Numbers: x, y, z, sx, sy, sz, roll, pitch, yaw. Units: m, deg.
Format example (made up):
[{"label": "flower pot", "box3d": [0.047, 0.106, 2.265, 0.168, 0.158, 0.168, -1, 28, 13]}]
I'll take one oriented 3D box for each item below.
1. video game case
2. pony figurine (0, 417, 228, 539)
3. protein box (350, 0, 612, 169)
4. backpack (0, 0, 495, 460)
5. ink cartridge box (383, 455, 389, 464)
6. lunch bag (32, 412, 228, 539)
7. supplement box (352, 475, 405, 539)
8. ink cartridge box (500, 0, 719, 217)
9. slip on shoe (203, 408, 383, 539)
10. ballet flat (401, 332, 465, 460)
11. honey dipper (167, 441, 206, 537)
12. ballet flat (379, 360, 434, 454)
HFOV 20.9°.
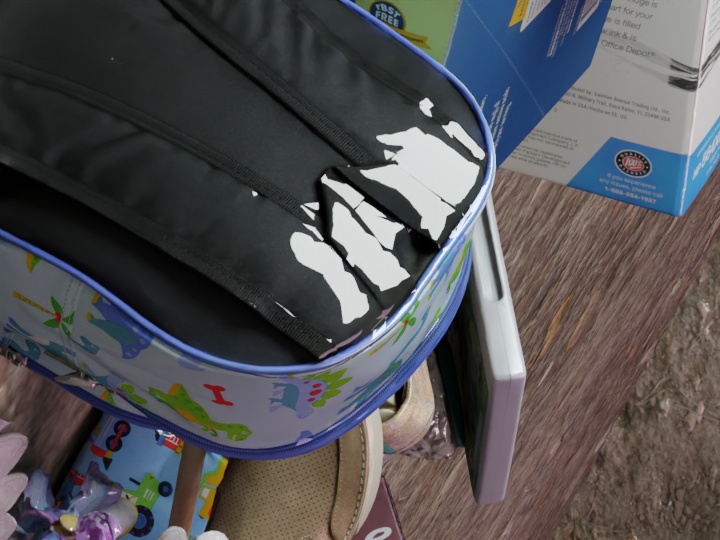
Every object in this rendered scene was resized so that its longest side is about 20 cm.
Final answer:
[{"label": "video game case", "box3d": [0.068, 0.023, 1.178, 0.200, 0.022, 0.182, 89, -7, -63]}, {"label": "pony figurine", "box3d": [-0.163, 0.161, 0.932, 0.193, 0.167, 0.200, -57, -177, 11]}, {"label": "protein box", "box3d": [0.026, -0.139, 0.895, 0.200, 0.135, 0.199, -47, 162, -35]}, {"label": "backpack", "box3d": [-0.057, -0.027, 0.737, 0.183, 0.200, 0.147, -50, 164, -28]}, {"label": "ink cartridge box", "box3d": [-0.016, 0.106, 1.272, 0.115, 0.068, 0.200, -35, 173, -25]}, {"label": "lunch bag", "box3d": [-0.119, 0.147, 1.154, 0.151, 0.094, 0.200, -60, 175, 2]}, {"label": "supplement box", "box3d": [-0.026, 0.188, 1.245, 0.109, 0.061, 0.200, -18, 165, -3]}, {"label": "ink cartridge box", "box3d": [0.145, -0.150, 1.145, 0.084, 0.146, 0.200, -46, 147, -47]}, {"label": "slip on shoe", "box3d": [-0.046, 0.127, 0.942, 0.061, 0.076, 0.200, -26, 140, -59]}, {"label": "ballet flat", "box3d": [0.023, 0.027, 1.153, 0.072, 0.072, 0.200, -38, 129, -51]}, {"label": "honey dipper", "box3d": [-0.088, 0.101, 0.984, 0.038, 0.038, 0.200, -41, 155, -47]}, {"label": "ballet flat", "box3d": [0.000, 0.000, 1.058, 0.068, 0.200, 0.067, -17, 171, 16]}]
